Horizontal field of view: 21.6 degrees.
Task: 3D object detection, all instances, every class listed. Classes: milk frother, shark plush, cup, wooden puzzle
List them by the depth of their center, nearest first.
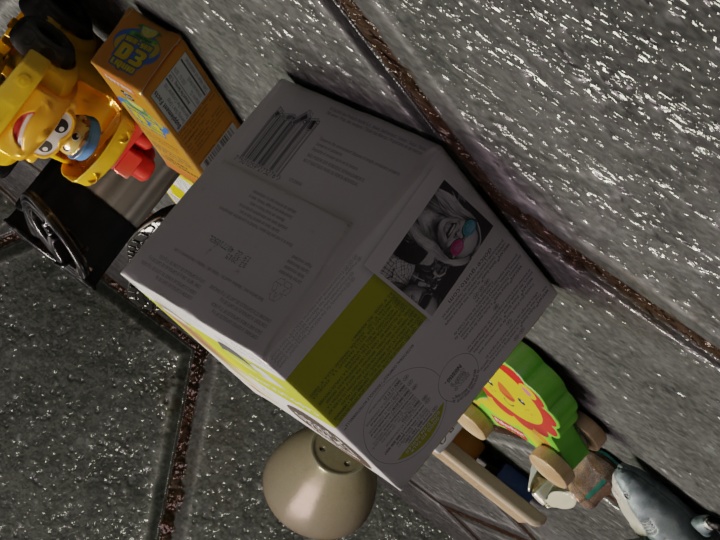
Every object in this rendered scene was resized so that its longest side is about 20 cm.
[{"bbox_3d":[0.318,0.260,1.786,0.200,0.091,0.083,39,141,28],"label":"shark plush"},{"bbox_3d":[-0.253,-0.086,1.869,0.200,0.188,0.180,32,173,47],"label":"milk frother"},{"bbox_3d":[0.156,0.253,2.415,0.185,0.046,0.200,39,175,0],"label":"wooden puzzle"},{"bbox_3d":[-0.055,0.338,3.221,0.200,0.200,0.143,37,144,8],"label":"cup"}]

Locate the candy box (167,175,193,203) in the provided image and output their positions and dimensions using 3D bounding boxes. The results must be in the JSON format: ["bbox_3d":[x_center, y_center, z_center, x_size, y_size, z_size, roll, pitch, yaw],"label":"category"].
[{"bbox_3d":[-0.191,-0.091,2.146,0.102,0.026,0.200,33,169,19],"label":"candy box"}]

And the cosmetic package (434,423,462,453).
[{"bbox_3d":[0.034,0.116,2.139,0.102,0.074,0.200,28,164,45],"label":"cosmetic package"}]

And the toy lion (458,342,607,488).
[{"bbox_3d":[0.135,0.106,1.777,0.200,0.069,0.192,27,158,51],"label":"toy lion"}]

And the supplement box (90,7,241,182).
[{"bbox_3d":[-0.165,-0.148,1.671,0.067,0.069,0.200,31,166,26],"label":"supplement box"}]

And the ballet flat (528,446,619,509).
[{"bbox_3d":[0.208,0.213,1.954,0.068,0.067,0.200,40,171,-5],"label":"ballet flat"}]

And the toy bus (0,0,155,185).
[{"bbox_3d":[-0.263,-0.143,1.720,0.192,0.136,0.200,37,-161,-18],"label":"toy bus"}]

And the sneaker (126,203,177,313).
[{"bbox_3d":[-0.195,-0.036,1.914,0.076,0.088,0.200,17,153,-9],"label":"sneaker"}]

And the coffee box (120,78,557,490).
[{"bbox_3d":[-0.014,0.009,1.436,0.200,0.200,0.198,29,167,47],"label":"coffee box"}]
